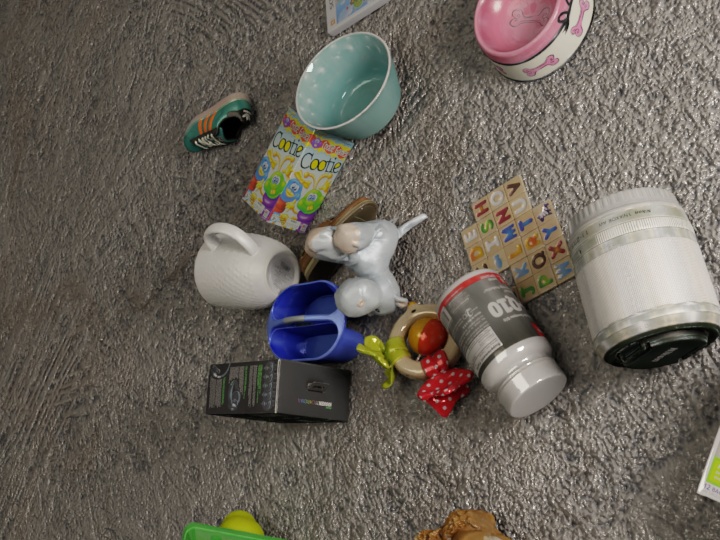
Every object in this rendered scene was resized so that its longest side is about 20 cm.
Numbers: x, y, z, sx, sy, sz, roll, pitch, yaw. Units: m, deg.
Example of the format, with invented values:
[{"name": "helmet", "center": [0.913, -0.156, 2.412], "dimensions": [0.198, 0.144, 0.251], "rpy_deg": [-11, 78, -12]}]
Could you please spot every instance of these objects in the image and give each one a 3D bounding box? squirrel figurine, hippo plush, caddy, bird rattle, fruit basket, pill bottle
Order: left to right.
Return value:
[{"name": "fruit basket", "center": [-0.220, 0.511, 1.612], "dimensions": [0.215, 0.215, 0.156], "rpy_deg": [7, 82, 45]}, {"name": "caddy", "center": [-0.083, 0.093, 1.630], "dimensions": [0.200, 0.105, 0.142], "rpy_deg": [-10, 72, 42]}, {"name": "hippo plush", "center": [0.000, 0.000, 1.550], "dimensions": [0.159, 0.200, 0.161], "rpy_deg": [-6, 93, 48]}, {"name": "bird rattle", "center": [0.099, 0.126, 1.452], "dimensions": [0.200, 0.113, 0.163], "rpy_deg": [12, 68, 43]}, {"name": "squirrel figurine", "center": [0.146, 0.450, 1.306], "dimensions": [0.187, 0.141, 0.200], "rpy_deg": [-66, 30, 22]}, {"name": "pill bottle", "center": [0.205, 0.104, 1.336], "dimensions": [0.114, 0.114, 0.200], "rpy_deg": [-49, 54, 23]}]

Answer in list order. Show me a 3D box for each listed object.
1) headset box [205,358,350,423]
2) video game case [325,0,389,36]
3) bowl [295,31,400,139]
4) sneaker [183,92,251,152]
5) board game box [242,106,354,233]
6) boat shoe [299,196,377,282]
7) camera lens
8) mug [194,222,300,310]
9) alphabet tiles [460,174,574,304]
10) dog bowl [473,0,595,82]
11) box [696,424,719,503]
[{"name": "headset box", "center": [-0.138, 0.213, 1.600], "dimensions": [0.200, 0.174, 0.093], "rpy_deg": [-9, 72, 43]}, {"name": "video game case", "center": [0.005, -0.581, 1.803], "dimensions": [0.200, 0.022, 0.182], "rpy_deg": [-22, 64, 39]}, {"name": "bowl", "center": [-0.008, -0.317, 1.661], "dimensions": [0.200, 0.105, 0.201], "rpy_deg": [-15, 60, 28]}, {"name": "sneaker", "center": [-0.314, -0.303, 1.998], "dimensions": [0.200, 0.071, 0.080], "rpy_deg": [-32, 53, 32]}, {"name": "board game box", "center": [-0.120, -0.189, 1.752], "dimensions": [0.105, 0.103, 0.200], "rpy_deg": [42, 108, 43]}, {"name": "boat shoe", "center": [-0.049, -0.067, 1.669], "dimensions": [0.200, 0.072, 0.068], "rpy_deg": [-49, 49, 22]}, {"name": "camera lens", "center": [0.361, 0.015, 1.179], "dimensions": [0.160, 0.160, 0.200], "rpy_deg": [-29, 59, 36]}, {"name": "mug", "center": [-0.217, -0.014, 1.732], "dimensions": [0.175, 0.200, 0.148], "rpy_deg": [3, 50, 43]}, {"name": "alphabet tiles", "center": [0.236, -0.042, 1.427], "dimensions": [0.167, 0.008, 0.200], "rpy_deg": [-33, 57, 34]}, {"name": "dog bowl", "center": [0.266, -0.405, 1.458], "dimensions": [0.200, 0.074, 0.201], "rpy_deg": [-14, 69, 42]}, {"name": "box", "center": [0.484, 0.185, 1.049], "dimensions": [0.112, 0.101, 0.200], "rpy_deg": [21, 93, 45]}]
